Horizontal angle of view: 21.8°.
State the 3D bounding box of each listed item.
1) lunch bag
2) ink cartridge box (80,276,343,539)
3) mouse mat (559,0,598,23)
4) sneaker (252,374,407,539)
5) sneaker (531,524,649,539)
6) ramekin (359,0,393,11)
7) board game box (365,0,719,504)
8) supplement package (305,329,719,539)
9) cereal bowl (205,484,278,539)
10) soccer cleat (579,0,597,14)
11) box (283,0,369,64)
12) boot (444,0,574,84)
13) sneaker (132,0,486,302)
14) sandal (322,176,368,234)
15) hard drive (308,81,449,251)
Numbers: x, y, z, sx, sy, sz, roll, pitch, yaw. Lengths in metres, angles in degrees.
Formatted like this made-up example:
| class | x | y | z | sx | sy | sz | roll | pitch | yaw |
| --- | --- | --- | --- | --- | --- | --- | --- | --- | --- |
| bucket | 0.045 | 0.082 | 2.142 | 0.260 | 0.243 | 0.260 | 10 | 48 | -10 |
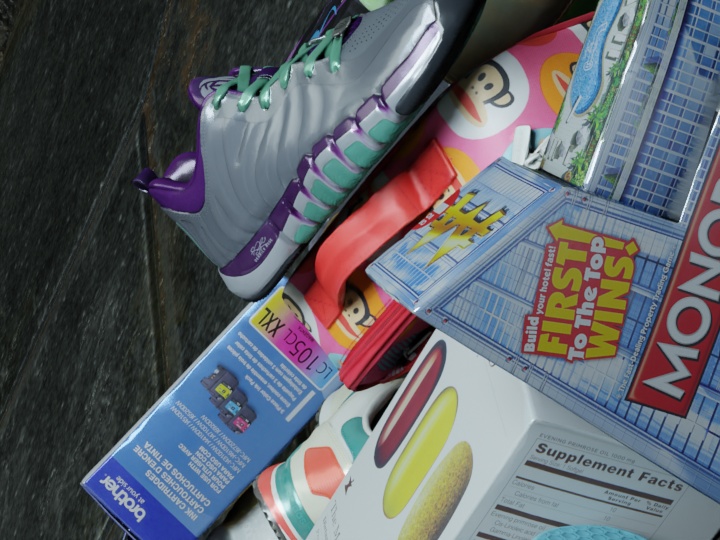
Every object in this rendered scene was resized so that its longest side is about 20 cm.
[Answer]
| class | x | y | z | sx | sy | sz | roll | pitch | yaw |
| --- | --- | --- | --- | --- | --- | --- | --- | --- | --- |
| lunch bag | 0.053 | -0.030 | 0.869 | 0.082 | 0.176 | 0.200 | 54 | 135 | 14 |
| ink cartridge box | -0.090 | 0.098 | 1.117 | 0.200 | 0.076 | 0.136 | -45 | -1 | -2 |
| mouse mat | 0.106 | -0.209 | 0.901 | 0.008 | 0.161 | 0.201 | 28 | 97 | 39 |
| sneaker | 0.019 | 0.089 | 0.977 | 0.093 | 0.071 | 0.200 | -32 | 2 | 22 |
| sneaker | 0.119 | 0.195 | 0.689 | 0.200 | 0.079 | 0.131 | -135 | 49 | -57 |
| ramekin | 0.021 | -0.260 | 1.083 | 0.200 | 0.097 | 0.201 | 159 | 90 | -83 |
| board game box | 0.115 | -0.013 | 0.665 | 0.062 | 0.199 | 0.201 | -143 | 71 | -69 |
| supplement package | 0.064 | 0.111 | 0.825 | 0.200 | 0.109 | 0.114 | -60 | 25 | 30 |
| cereal bowl | -0.054 | 0.204 | 1.096 | 0.200 | 0.083 | 0.201 | -163 | 90 | -70 |
| soccer cleat | 0.091 | -0.092 | 0.999 | 0.084 | 0.064 | 0.201 | 50 | 122 | 44 |
| box | -0.012 | -0.161 | 1.268 | 0.200 | 0.036 | 0.143 | -49 | 14 | 40 |
| boot | 0.091 | -0.164 | 0.810 | 0.201 | 0.074 | 0.097 | -61 | 12 | 11 |
| sneaker | -0.028 | -0.072 | 0.810 | 0.200 | 0.087 | 0.074 | -49 | 3 | 35 |
| sandal | 0.000 | 0.000 | 1.062 | 0.200 | 0.054 | 0.082 | 86 | 180 | -75 |
| hard drive | 0.026 | -0.083 | 1.164 | 0.200 | 0.042 | 0.136 | 141 | 141 | -58 |
